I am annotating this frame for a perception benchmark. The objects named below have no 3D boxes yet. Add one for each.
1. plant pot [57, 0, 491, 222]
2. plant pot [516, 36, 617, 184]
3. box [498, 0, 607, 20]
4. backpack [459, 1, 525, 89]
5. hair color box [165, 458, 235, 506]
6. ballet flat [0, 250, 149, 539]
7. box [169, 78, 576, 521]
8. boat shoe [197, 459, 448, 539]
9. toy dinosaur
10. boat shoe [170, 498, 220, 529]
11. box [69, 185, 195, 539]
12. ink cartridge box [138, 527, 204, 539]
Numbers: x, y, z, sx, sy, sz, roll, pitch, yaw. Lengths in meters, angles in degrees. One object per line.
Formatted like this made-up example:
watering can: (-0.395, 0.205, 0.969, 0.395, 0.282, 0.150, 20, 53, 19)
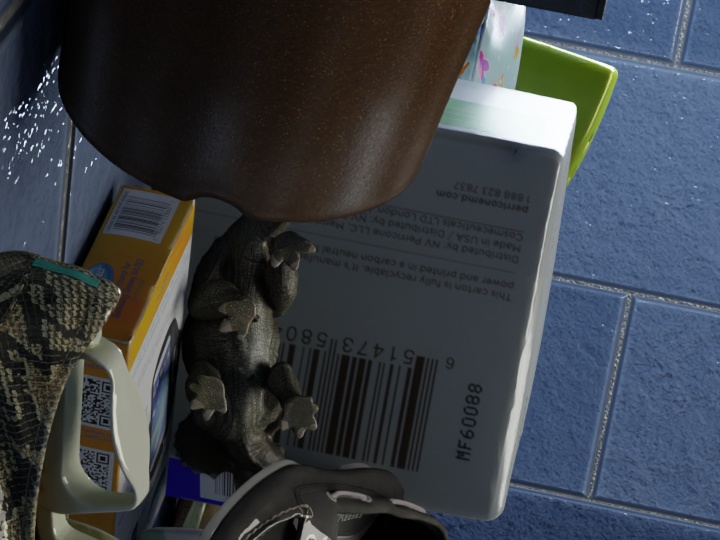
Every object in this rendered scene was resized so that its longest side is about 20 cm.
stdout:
plant pot: (-0.025, -0.140, 1.047, 0.200, 0.200, 0.198, -71, 179, -56)
plant pot: (0.080, -0.101, 2.160, 0.200, 0.199, 0.182, -31, 139, -83)
box: (0.040, -0.215, 1.416, 0.160, 0.200, 0.044, 96, 8, -52)
backpack: (0.022, -0.150, 1.664, 0.176, 0.153, 0.200, 81, 13, -60)
hair color box: (-0.040, 0.048, 1.610, 0.065, 0.109, 0.200, 95, 9, -50)
ballet flat: (-0.118, 0.086, 1.050, 0.068, 0.075, 0.200, -71, 171, -60)
box: (0.000, 0.000, 1.445, 0.171, 0.199, 0.200, -57, 158, -77)
boat shoe: (-0.015, 0.126, 1.284, 0.200, 0.057, 0.067, -5, 120, -67)
toy dinosaur: (-0.058, 0.025, 1.312, 0.102, 0.077, 0.200, -166, -105, -70)
boat shoe: (-0.085, 0.213, 1.663, 0.072, 0.076, 0.200, -70, 169, -58)
box: (-0.115, 0.075, 1.272, 0.119, 0.041, 0.200, -71, 173, -55)
ink cartridge box: (-0.067, 0.239, 1.314, 0.161, 0.050, 0.200, 48, 47, -61)
